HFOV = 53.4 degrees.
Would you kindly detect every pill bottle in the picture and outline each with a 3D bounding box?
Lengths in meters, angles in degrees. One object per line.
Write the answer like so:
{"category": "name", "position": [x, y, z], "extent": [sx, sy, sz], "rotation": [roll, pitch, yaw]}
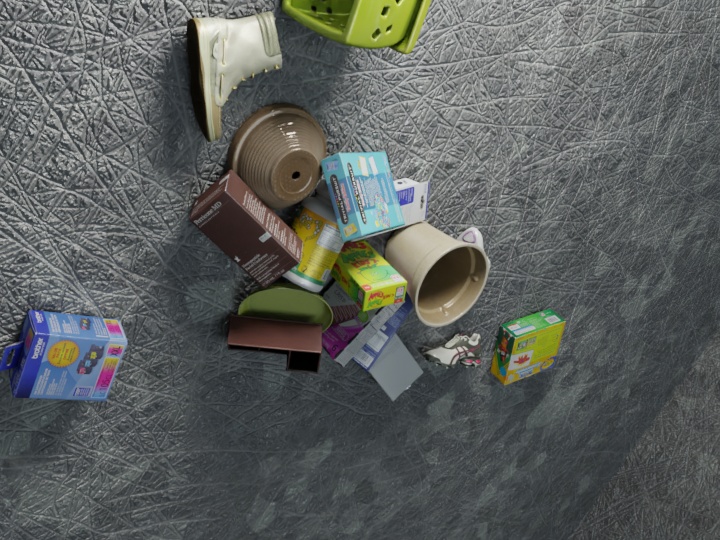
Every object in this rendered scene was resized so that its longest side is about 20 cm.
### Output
{"category": "pill bottle", "position": [-0.084, -0.072, 1.414], "extent": [0.111, 0.112, 0.204], "rotation": [22, 97, -43]}

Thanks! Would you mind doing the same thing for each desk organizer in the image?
{"category": "desk organizer", "position": [-0.176, 0.152, 1.468], "extent": [0.194, 0.078, 0.073], "rotation": [6, 131, -8]}

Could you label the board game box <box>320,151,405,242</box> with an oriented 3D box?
{"category": "board game box", "position": [0.008, -0.146, 1.371], "extent": [0.199, 0.046, 0.155], "rotation": [-18, 92, -61]}

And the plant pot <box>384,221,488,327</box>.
{"category": "plant pot", "position": [0.153, -0.012, 1.588], "extent": [0.196, 0.184, 0.205], "rotation": [-18, 129, -24]}

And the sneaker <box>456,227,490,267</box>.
{"category": "sneaker", "position": [0.277, -0.029, 1.762], "extent": [0.099, 0.074, 0.204], "rotation": [-33, 139, -32]}

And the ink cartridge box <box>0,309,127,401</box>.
{"category": "ink cartridge box", "position": [-0.534, 0.153, 1.271], "extent": [0.196, 0.076, 0.139], "rotation": [12, 112, -39]}

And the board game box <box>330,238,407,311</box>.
{"category": "board game box", "position": [0.000, 0.000, 1.470], "extent": [0.099, 0.200, 0.049], "rotation": [-12, 127, -29]}

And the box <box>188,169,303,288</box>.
{"category": "box", "position": [-0.204, -0.072, 1.303], "extent": [0.099, 0.076, 0.200], "rotation": [-32, 119, 23]}

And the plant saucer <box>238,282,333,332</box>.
{"category": "plant saucer", "position": [-0.153, 0.081, 1.474], "extent": [0.194, 0.032, 0.202], "rotation": [1, 146, 0]}

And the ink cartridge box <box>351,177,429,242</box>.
{"category": "ink cartridge box", "position": [0.057, -0.135, 1.536], "extent": [0.195, 0.039, 0.102], "rotation": [-16, 128, -26]}

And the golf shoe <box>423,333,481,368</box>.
{"category": "golf shoe", "position": [0.244, 0.211, 1.901], "extent": [0.196, 0.076, 0.091], "rotation": [3, 98, -40]}

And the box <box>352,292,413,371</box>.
{"category": "box", "position": [0.028, 0.112, 1.635], "extent": [0.120, 0.032, 0.202], "rotation": [36, 92, -6]}

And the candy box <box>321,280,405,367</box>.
{"category": "candy box", "position": [-0.018, 0.086, 1.557], "extent": [0.200, 0.136, 0.061], "rotation": [-46, 149, -1]}

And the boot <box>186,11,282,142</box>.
{"category": "boot", "position": [-0.205, -0.322, 1.193], "extent": [0.152, 0.072, 0.205], "rotation": [-18, 128, -29]}

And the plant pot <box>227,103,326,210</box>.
{"category": "plant pot", "position": [-0.137, -0.194, 1.314], "extent": [0.197, 0.093, 0.205], "rotation": [-19, 128, -26]}

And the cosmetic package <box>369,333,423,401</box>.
{"category": "cosmetic package", "position": [0.063, 0.217, 1.753], "extent": [0.112, 0.081, 0.201], "rotation": [-39, 136, -6]}

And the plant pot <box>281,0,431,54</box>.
{"category": "plant pot", "position": [0.013, -0.475, 1.166], "extent": [0.178, 0.198, 0.204], "rotation": [-1, 120, -43]}

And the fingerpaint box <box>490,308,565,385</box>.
{"category": "fingerpaint box", "position": [0.482, 0.219, 2.068], "extent": [0.196, 0.073, 0.171], "rotation": [-14, 126, -28]}
